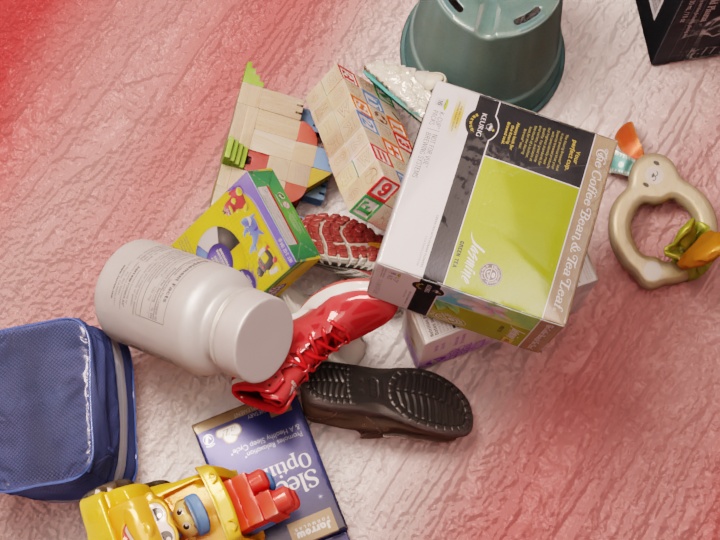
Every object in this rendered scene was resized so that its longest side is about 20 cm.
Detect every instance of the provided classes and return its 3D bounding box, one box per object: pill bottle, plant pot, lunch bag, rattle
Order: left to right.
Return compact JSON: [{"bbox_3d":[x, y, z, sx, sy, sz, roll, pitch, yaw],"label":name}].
[{"bbox_3d":[-0.317,0.145,1.643,0.134,0.132,0.202,-8,73,14],"label":"lunch bag"},{"bbox_3d":[-0.170,0.045,1.594,0.199,0.114,0.115,18,71,36],"label":"pill bottle"},{"bbox_3d":[0.147,-0.288,1.744,0.198,0.196,0.203,0,73,-1],"label":"plant pot"},{"bbox_3d":[0.327,-0.087,1.718,0.129,0.143,0.202,-17,79,14],"label":"rattle"}]

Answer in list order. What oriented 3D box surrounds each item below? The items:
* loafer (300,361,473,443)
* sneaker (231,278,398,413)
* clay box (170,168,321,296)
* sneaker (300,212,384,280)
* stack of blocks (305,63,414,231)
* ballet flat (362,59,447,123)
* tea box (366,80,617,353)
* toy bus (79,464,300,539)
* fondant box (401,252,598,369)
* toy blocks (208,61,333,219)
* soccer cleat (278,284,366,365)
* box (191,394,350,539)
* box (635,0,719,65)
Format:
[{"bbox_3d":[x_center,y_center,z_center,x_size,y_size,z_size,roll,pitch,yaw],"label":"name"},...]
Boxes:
[{"bbox_3d":[0.025,0.147,1.681,0.198,0.071,0.074,14,53,-10],"label":"loafer"},{"bbox_3d":[-0.048,0.090,1.608,0.198,0.078,0.116,-23,42,23],"label":"sneaker"},{"bbox_3d":[-0.141,-0.006,1.668,0.200,0.047,0.116,-40,72,34],"label":"clay box"},{"bbox_3d":[0.000,0.000,1.706,0.198,0.083,0.078,18,36,-1],"label":"sneaker"},{"bbox_3d":[0.020,-0.127,1.712,0.059,0.115,0.201,-44,42,23],"label":"stack of blocks"},{"bbox_3d":[0.090,-0.178,1.721,0.072,0.072,0.200,-40,71,-12],"label":"ballet flat"},{"bbox_3d":[0.130,-0.051,1.546,0.195,0.134,0.202,19,75,1],"label":"tea box"},{"bbox_3d":[-0.161,0.256,1.551,0.190,0.200,0.137,-26,73,8],"label":"toy bus"},{"bbox_3d":[0.146,0.037,1.670,0.198,0.144,0.059,-19,76,-6],"label":"fondant box"},{"bbox_3d":[-0.090,-0.118,1.753,0.135,0.100,0.202,15,74,-8],"label":"toy blocks"},{"bbox_3d":[-0.084,0.048,1.708,0.199,0.069,0.078,35,93,12],"label":"soccer cleat"},{"bbox_3d":[-0.092,0.239,1.666,0.120,0.032,0.202,-21,75,-7],"label":"box"},{"bbox_3d":[0.429,-0.339,1.760,0.194,0.200,0.125,-10,75,-3],"label":"box"}]
